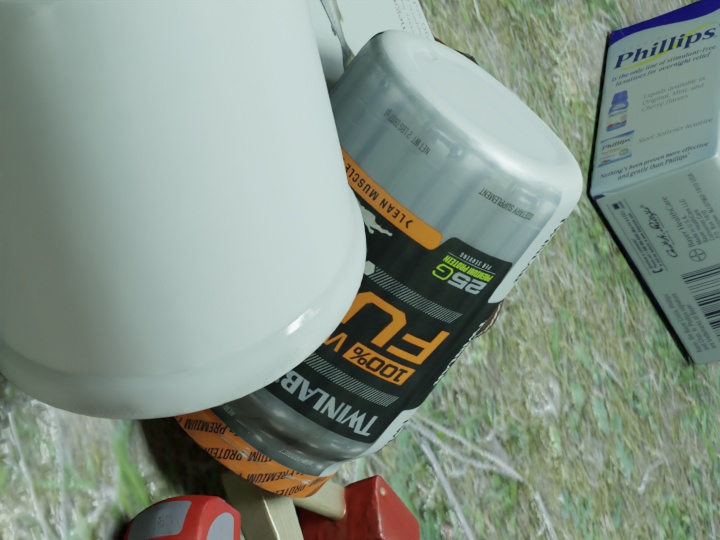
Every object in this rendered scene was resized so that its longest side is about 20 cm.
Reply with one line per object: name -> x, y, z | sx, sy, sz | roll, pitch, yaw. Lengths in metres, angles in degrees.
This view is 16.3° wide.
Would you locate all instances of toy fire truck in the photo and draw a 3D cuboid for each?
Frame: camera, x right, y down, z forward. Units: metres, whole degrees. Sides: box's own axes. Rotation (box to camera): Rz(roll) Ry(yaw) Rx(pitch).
toy fire truck -> -0.040, 0.138, 1.186 | 0.200, 0.048, 0.142 | 43, 37, -45

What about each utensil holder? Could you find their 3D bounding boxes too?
utensil holder -> -0.093, -0.071, 1.002 | 0.171, 0.169, 0.201 | -76, 162, -48

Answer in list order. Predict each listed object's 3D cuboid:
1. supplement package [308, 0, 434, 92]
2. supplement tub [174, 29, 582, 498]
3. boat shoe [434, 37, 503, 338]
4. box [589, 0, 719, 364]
supplement package -> -0.062, -0.127, 1.230 | 0.200, 0.117, 0.118 | -35, 106, -63
supplement tub -> 0.000, 0.000, 1.159 | 0.122, 0.200, 0.123 | 33, 18, -12
boat shoe -> 0.063, -0.044, 1.486 | 0.070, 0.070, 0.201 | 36, 43, -45
box -> 0.261, -0.069, 1.866 | 0.184, 0.104, 0.201 | 55, 31, -32
